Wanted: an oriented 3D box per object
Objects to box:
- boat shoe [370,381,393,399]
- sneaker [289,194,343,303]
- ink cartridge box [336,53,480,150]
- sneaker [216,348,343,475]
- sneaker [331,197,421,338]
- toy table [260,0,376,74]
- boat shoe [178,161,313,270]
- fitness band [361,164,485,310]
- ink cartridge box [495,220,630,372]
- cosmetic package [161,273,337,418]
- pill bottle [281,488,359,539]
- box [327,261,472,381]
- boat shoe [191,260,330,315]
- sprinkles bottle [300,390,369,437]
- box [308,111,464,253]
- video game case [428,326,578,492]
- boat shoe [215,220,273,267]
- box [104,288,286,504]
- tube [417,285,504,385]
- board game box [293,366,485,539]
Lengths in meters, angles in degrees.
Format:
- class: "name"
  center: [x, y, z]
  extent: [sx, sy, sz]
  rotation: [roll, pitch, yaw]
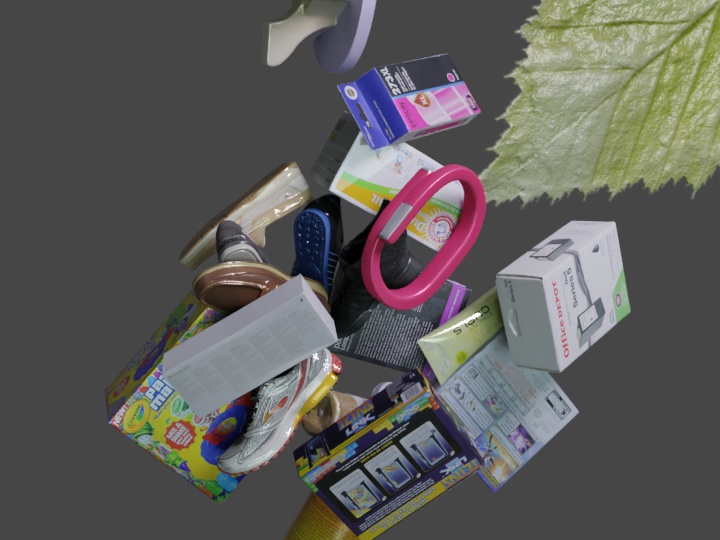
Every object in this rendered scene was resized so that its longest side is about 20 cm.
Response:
- class: "boat shoe"
  center: [0.080, 0.231, 1.329]
  extent: [0.070, 0.066, 0.201]
  rotation: [-49, 130, -33]
- class: "sneaker"
  center: [-0.058, -0.007, 1.310]
  extent: [0.069, 0.078, 0.202]
  rotation: [21, 123, 15]
- class: "ink cartridge box"
  center: [0.066, -0.219, 1.242]
  extent: [0.199, 0.037, 0.095]
  rotation: [-23, 81, -41]
- class: "sneaker"
  center: [-0.114, 0.167, 1.209]
  extent: [0.082, 0.078, 0.201]
  rotation: [42, 78, -18]
- class: "sneaker"
  center: [0.000, 0.002, 1.263]
  extent: [0.199, 0.060, 0.104]
  rotation: [-39, 126, 23]
- class: "toy table"
  center: [-0.062, -0.345, 1.176]
  extent: [0.116, 0.183, 0.203]
  rotation: [-4, 97, -33]
- class: "boat shoe"
  center: [-0.146, -0.058, 1.265]
  extent: [0.199, 0.074, 0.069]
  rotation: [-39, 106, -5]
- class: "fitness band"
  center: [0.080, -0.043, 1.210]
  extent: [0.200, 0.037, 0.144]
  rotation: [-49, 138, -12]
- class: "ink cartridge box"
  center: [0.291, 0.034, 1.374]
  extent: [0.199, 0.083, 0.147]
  rotation: [-32, 115, -39]
- class: "cosmetic package"
  center: [-0.133, 0.091, 1.160]
  extent: [0.199, 0.051, 0.083]
  rotation: [-29, 121, 9]
- class: "pill bottle"
  center: [-0.036, 0.364, 1.387]
  extent: [0.110, 0.111, 0.201]
  rotation: [29, 94, -21]
- class: "box"
  center: [0.046, 0.064, 1.377]
  extent: [0.198, 0.036, 0.144]
  rotation: [17, 97, -22]
- class: "boat shoe"
  center: [-0.115, 0.040, 1.201]
  extent: [0.199, 0.068, 0.072]
  rotation: [15, 131, -39]
- class: "sprinkles bottle"
  center: [0.003, 0.211, 1.338]
  extent: [0.199, 0.068, 0.069]
  rotation: [24, 97, -50]
- class: "box"
  center: [0.049, -0.115, 1.291]
  extent: [0.199, 0.112, 0.102]
  rotation: [28, 95, -23]
- class: "video game case"
  center: [0.205, 0.202, 1.455]
  extent: [0.181, 0.045, 0.200]
  rotation: [-42, 111, -5]
- class: "boat shoe"
  center: [-0.137, 0.008, 1.256]
  extent: [0.066, 0.057, 0.201]
  rotation: [-22, 144, 0]
- class: "box"
  center: [-0.199, 0.158, 1.279]
  extent: [0.192, 0.122, 0.200]
  rotation: [41, 89, -21]
- class: "tube"
  center: [0.171, 0.076, 1.384]
  extent: [0.199, 0.052, 0.058]
  rotation: [-36, 68, -20]
- class: "board game box"
  center: [0.039, 0.244, 1.258]
  extent: [0.199, 0.057, 0.166]
  rotation: [-34, 124, 5]
